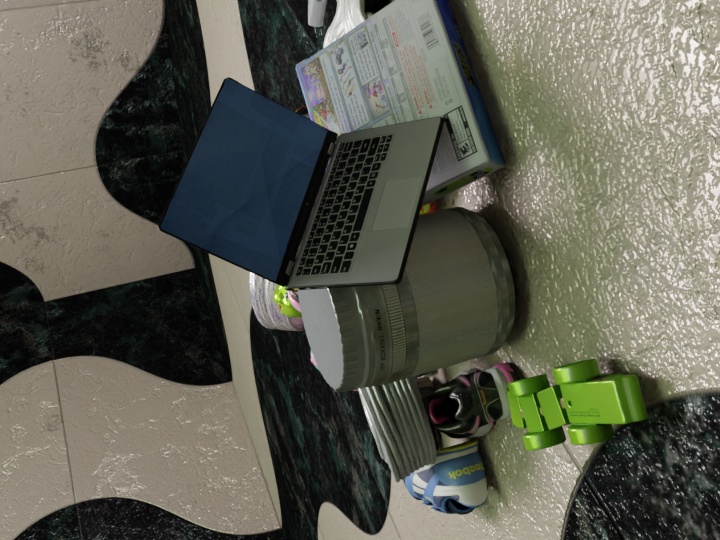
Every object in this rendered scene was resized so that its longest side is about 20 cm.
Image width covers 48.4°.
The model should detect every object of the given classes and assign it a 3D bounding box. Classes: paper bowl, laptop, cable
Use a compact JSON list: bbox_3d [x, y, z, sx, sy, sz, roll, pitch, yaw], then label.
[{"bbox_3d":[-0.106,0.003,1.378,0.201,0.103,0.203,3,-90,-74],"label":"paper bowl"},{"bbox_3d":[-0.050,-0.091,0.746,0.116,0.199,0.189,47,-130,-44],"label":"laptop"},{"bbox_3d":[0.034,0.151,0.977,0.200,0.069,0.202,-123,14,-75],"label":"cable"}]

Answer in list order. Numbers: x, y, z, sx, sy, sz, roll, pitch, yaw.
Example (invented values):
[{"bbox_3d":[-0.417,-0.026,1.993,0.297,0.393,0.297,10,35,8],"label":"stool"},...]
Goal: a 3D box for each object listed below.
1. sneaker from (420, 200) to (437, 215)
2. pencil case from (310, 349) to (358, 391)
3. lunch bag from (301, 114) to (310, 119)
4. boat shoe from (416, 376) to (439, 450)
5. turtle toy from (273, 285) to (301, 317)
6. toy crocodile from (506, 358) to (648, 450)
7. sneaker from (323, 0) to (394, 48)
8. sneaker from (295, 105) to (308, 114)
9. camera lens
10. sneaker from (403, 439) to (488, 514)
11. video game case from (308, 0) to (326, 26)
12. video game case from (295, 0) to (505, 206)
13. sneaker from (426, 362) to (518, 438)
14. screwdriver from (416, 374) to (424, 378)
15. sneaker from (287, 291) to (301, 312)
[{"bbox_3d":[0.065,-0.090,0.935,0.091,0.078,0.200,59,161,6],"label":"sneaker"},{"bbox_3d":[-0.026,0.148,1.350,0.200,0.087,0.088,-171,69,-72],"label":"pencil case"},{"bbox_3d":[-0.074,-0.131,1.103,0.077,0.198,0.161,-117,23,-43],"label":"lunch bag"},{"bbox_3d":[0.070,0.233,1.128,0.201,0.074,0.074,95,155,-47],"label":"boat shoe"},{"bbox_3d":[-0.027,-0.005,1.080,0.101,0.200,0.146,51,174,-35],"label":"turtle toy"},{"bbox_3d":[0.188,0.118,0.716,0.200,0.061,0.068,142,114,-66],"label":"toy crocodile"},{"bbox_3d":[0.007,-0.284,0.954,0.100,0.077,0.201,-128,29,-46],"label":"sneaker"},{"bbox_3d":[-0.061,-0.161,1.286,0.078,0.075,0.202,162,100,-86],"label":"sneaker"},{"bbox_3d":[0.049,0.027,0.833,0.160,0.198,0.162,167,90,-73],"label":"camera lens"},{"bbox_3d":[0.110,0.282,1.042,0.200,0.073,0.083,113,138,-64],"label":"sneaker"},{"bbox_3d":[-0.047,-0.445,1.002,0.182,0.022,0.202,113,158,-62],"label":"video game case"},{"bbox_3d":[0.035,-0.163,0.832,0.180,0.045,0.202,-24,76,31],"label":"video game case"},{"bbox_3d":[0.110,0.153,0.921,0.200,0.086,0.081,116,139,-65],"label":"sneaker"},{"bbox_3d":[0.064,0.148,1.172,0.200,0.029,0.028,135,120,-74],"label":"screwdriver"},{"bbox_3d":[0.000,0.000,0.964,0.096,0.198,0.080,66,-168,-62],"label":"sneaker"}]
